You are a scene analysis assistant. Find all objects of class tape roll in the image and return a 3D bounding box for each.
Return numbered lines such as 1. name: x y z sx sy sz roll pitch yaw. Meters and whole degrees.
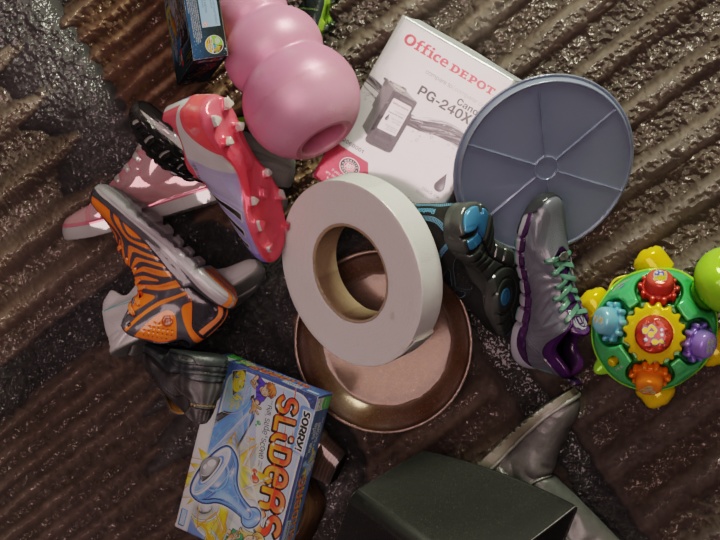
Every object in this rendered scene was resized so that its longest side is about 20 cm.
1. tape roll: 0.000 0.000 1.546 0.202 0.037 0.204 17 116 38

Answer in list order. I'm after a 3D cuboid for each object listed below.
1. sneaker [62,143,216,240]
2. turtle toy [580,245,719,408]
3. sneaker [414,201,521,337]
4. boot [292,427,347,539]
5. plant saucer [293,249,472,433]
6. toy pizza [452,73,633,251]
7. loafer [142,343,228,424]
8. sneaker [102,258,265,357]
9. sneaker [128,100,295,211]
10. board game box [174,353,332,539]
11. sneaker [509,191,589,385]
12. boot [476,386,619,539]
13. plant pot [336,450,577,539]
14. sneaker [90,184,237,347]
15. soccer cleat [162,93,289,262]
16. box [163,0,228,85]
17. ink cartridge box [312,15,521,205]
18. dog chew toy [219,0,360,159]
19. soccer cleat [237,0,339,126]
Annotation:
1. sneaker: -0.248 -0.103 1.658 0.199 0.075 0.105 -17 94 4
2. turtle toy: 0.323 0.048 1.537 0.200 0.101 0.146 -38 86 11
3. sneaker: 0.116 -0.006 1.559 0.081 0.201 0.073 10 55 34
4. boot: -0.108 0.235 1.660 0.146 0.070 0.201 28 97 15
5. plant saucer: 0.027 0.077 1.633 0.199 0.037 0.202 1 94 12
6. toy pizza: 0.190 -0.113 1.552 0.198 0.032 0.202 -6 117 -12
7. loafer: -0.198 0.119 1.605 0.072 0.200 0.073 7 89 -18
8. sneaker: -0.203 0.023 1.661 0.199 0.070 0.081 -24 72 7
9. sneaker: -0.159 -0.132 1.598 0.199 0.074 0.080 28 72 -20
10. board game box: -0.117 0.207 1.610 0.135 0.034 0.202 18 100 25
11. sneaker: 0.210 0.019 1.544 0.087 0.074 0.201 25 126 41
12. boot: 0.228 0.249 1.585 0.200 0.072 0.182 48 115 12
13. plant pot: 0.078 0.305 1.542 0.177 0.199 0.201 34 124 26
14. sneaker: -0.236 0.005 1.589 0.200 0.078 0.112 43 100 8
15. soccer cleat: -0.137 -0.095 1.538 0.076 0.067 0.201 0 130 33
16. box: -0.180 -0.278 1.573 0.037 0.200 0.138 -10 92 -12
17. ink cartridge box: 0.062 -0.152 1.588 0.145 0.083 0.201 31 99 8
18. dog chew toy: -0.084 -0.216 1.537 0.124 0.124 0.201 -33 73 11
19. soccer cleat: -0.084 -0.236 1.621 0.081 0.068 0.201 22 100 2
